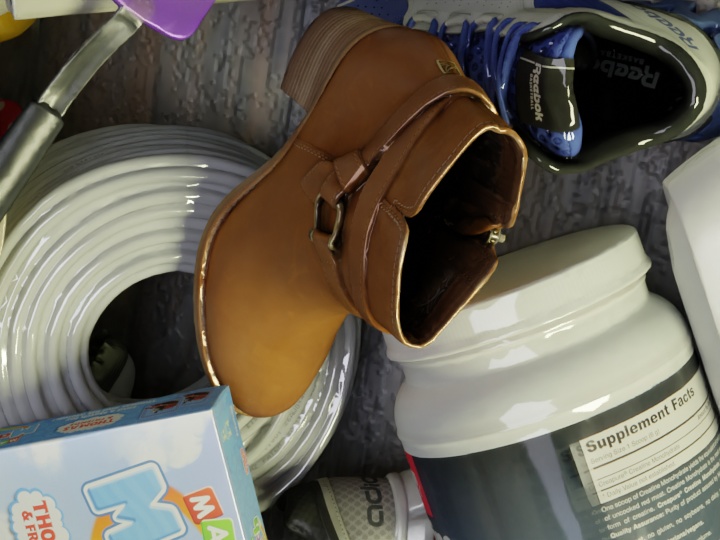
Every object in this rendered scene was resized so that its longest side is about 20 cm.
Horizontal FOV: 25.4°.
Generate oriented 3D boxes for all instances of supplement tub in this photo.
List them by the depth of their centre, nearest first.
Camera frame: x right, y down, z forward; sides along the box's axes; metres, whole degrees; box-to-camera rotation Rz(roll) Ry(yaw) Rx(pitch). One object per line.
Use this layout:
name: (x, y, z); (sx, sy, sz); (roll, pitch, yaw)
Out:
supplement tub: (0.097, 0.095, 0.719); (0.139, 0.140, 0.202); (-18, 96, 22)

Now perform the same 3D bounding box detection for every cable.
cable: (-0.098, 0.032, 0.769); (0.198, 0.069, 0.202); (16, 103, -22)

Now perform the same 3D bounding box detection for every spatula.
spatula: (-0.118, -0.077, 0.657); (0.056, 0.021, 0.201); (33, 100, -28)

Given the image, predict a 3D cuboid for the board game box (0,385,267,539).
board game box: (-0.138, 0.145, 0.728); (0.198, 0.037, 0.153); (-12, 102, 11)

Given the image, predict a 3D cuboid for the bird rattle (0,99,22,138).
bird rattle: (-0.213, 0.008, 0.838); (0.163, 0.113, 0.201); (38, 101, 16)

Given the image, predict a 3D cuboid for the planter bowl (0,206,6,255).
planter bowl: (-0.264, -0.037, 0.710); (0.198, 0.135, 0.203); (-3, 100, -18)

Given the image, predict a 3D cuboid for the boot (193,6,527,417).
boot: (0.000, 0.000, 0.664); (0.076, 0.155, 0.202); (15, 107, -30)

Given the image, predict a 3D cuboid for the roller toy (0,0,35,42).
roller toy: (-0.218, -0.204, 0.738); (0.138, 0.182, 0.202); (5, 102, 23)

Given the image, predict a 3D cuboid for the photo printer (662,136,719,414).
photo printer: (0.227, 0.019, 0.681); (0.165, 0.069, 0.202); (-18, 96, 8)

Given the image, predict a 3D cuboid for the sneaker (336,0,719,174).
sneaker: (0.069, -0.092, 0.700); (0.197, 0.115, 0.081); (8, 104, 19)

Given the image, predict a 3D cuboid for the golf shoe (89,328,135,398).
golf shoe: (-0.149, 0.128, 0.865); (0.087, 0.077, 0.202); (19, 108, -12)

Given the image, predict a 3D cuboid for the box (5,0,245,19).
box: (-0.059, -0.168, 0.694); (0.198, 0.078, 0.096); (-5, 111, -13)

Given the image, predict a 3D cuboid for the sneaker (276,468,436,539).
sneaker: (-0.020, 0.189, 0.779); (0.086, 0.074, 0.202); (9, 100, -9)
